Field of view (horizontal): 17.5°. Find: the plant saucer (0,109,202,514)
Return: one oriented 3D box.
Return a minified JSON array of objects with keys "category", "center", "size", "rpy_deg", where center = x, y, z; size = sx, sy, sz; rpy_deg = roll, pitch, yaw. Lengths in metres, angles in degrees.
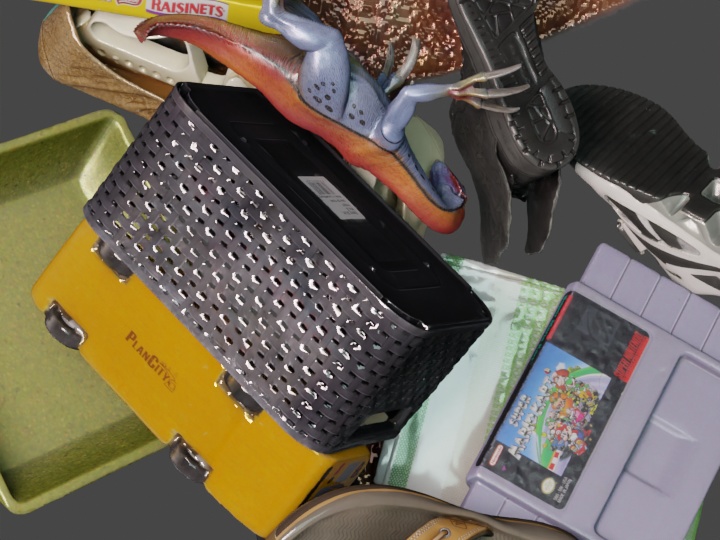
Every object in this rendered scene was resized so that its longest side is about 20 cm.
[{"category":"plant saucer","center":[-0.181,0.025,1.357],"size":[0.199,0.048,0.201],"rpy_deg":[-23,85,-44]}]

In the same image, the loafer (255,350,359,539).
[{"category":"loafer","center":[-0.027,0.147,1.353],"size":[0.067,0.071,0.202],"rpy_deg":[-6,67,-11]}]

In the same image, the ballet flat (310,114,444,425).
[{"category":"ballet flat","center":[0.000,0.000,1.393],"size":[0.069,0.069,0.202],"rpy_deg":[11,81,-1]}]

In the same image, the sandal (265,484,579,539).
[{"category":"sandal","center":[0.040,0.170,1.275],"size":[0.198,0.055,0.082],"rpy_deg":[13,111,-17]}]

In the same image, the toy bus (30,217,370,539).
[{"category":"toy bus","center":[-0.091,0.057,1.301],"size":[0.200,0.078,0.065],"rpy_deg":[45,109,17]}]

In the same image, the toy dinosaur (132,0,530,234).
[{"category":"toy dinosaur","center":[-0.009,-0.093,1.337],"size":[0.198,0.105,0.183],"rpy_deg":[-20,105,-3]}]

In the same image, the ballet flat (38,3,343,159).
[{"category":"ballet flat","center":[-0.098,-0.116,1.395],"size":[0.199,0.073,0.068],"rpy_deg":[25,56,2]}]

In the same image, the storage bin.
[{"category":"storage bin","center":[-0.039,-0.004,1.297],"size":[0.200,0.135,0.094],"rpy_deg":[46,108,16]}]

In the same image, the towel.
[{"category":"towel","center":[0.120,0.087,1.415],"size":[0.198,0.031,0.150],"rpy_deg":[16,87,-3]}]

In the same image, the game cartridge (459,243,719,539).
[{"category":"game cartridge","center":[0.148,0.096,1.366],"size":[0.129,0.038,0.201],"rpy_deg":[30,71,-2]}]

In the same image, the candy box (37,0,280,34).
[{"category":"candy box","center":[-0.132,-0.184,1.395],"size":[0.198,0.102,0.027],"rpy_deg":[9,121,-2]}]

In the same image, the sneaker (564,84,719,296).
[{"category":"sneaker","center":[0.185,-0.033,1.405],"size":[0.200,0.089,0.074],"rpy_deg":[38,58,25]}]

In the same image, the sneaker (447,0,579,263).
[{"category":"sneaker","center":[0.080,-0.111,1.391],"size":[0.060,0.104,0.202],"rpy_deg":[-13,82,-18]}]
